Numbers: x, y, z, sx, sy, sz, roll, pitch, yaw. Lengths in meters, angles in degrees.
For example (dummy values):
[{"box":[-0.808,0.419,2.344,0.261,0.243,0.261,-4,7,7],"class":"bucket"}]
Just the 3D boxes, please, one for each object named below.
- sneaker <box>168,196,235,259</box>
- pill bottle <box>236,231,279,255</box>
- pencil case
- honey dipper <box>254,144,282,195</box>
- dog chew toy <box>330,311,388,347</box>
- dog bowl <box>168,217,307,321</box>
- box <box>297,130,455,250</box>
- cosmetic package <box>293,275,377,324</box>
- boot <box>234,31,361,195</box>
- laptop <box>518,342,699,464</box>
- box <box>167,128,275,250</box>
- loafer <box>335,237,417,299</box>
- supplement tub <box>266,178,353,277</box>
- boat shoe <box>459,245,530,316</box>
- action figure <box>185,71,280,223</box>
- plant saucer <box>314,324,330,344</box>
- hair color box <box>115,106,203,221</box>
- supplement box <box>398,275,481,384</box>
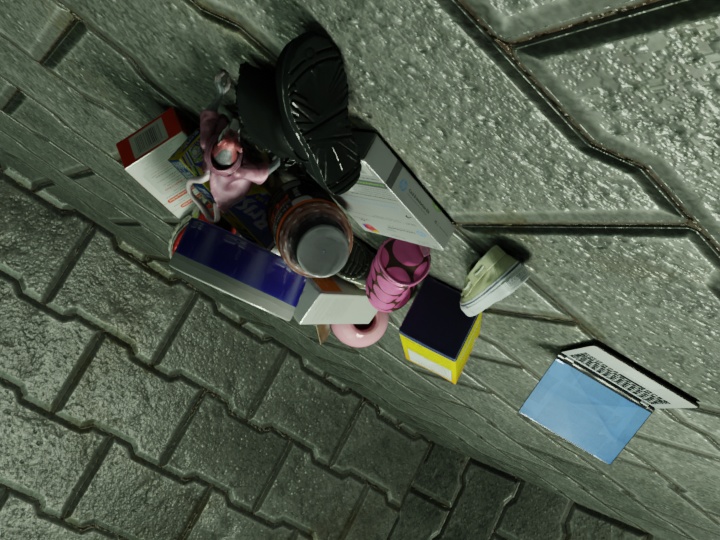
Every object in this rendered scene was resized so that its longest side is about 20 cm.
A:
[{"box":[-0.255,-0.058,1.267,0.076,0.200,0.086,6,-135,-43],"class":"sneaker"},{"box":[-0.171,-0.072,1.341,0.105,0.107,0.200,33,166,-17],"class":"pill bottle"},{"box":[0.059,0.003,1.184,0.200,0.092,0.092,113,140,-77],"class":"pencil case"},{"box":[-0.137,-0.152,1.148,0.038,0.038,0.200,28,162,6],"class":"honey dipper"},{"box":[-0.015,0.092,1.597,0.124,0.126,0.200,32,174,-13],"class":"dog chew toy"},{"box":[-0.179,-0.001,1.136,0.198,0.080,0.200,25,175,2],"class":"dog bowl"},{"box":[0.012,-0.106,0.977,0.155,0.042,0.200,17,161,45],"class":"box"},{"box":[-0.052,0.035,1.331,0.102,0.072,0.199,49,-157,27],"class":"cosmetic package"},{"box":[-0.080,-0.183,0.822,0.162,0.073,0.200,38,158,37],"class":"boot"},{"box":[0.385,0.217,1.207,0.185,0.117,0.200,29,167,-3],"class":"laptop"},{"box":[-0.194,-0.120,1.161,0.200,0.070,0.064,48,164,-27],"class":"box"},{"box":[0.000,0.000,1.312,0.198,0.076,0.070,31,162,-6],"class":"loafer"},{"box":[-0.070,-0.057,1.060,0.106,0.108,0.200,35,-173,-22],"class":"supplement tub"},{"box":[0.174,0.011,1.040,0.062,0.072,0.200,53,164,5],"class":"boat shoe"},{"box":[-0.183,-0.152,0.980,0.134,0.149,0.200,47,177,-9],"class":"action figure"},{"box":[-0.094,0.049,1.557,0.032,0.203,0.200,-15,167,-6],"class":"plant saucer"},{"box":[-0.289,-0.160,1.237,0.064,0.110,0.200,62,-175,33],"class":"hair color box"},{"box":[0.142,0.108,1.333,0.108,0.111,0.200,26,166,15],"class":"supplement box"}]
